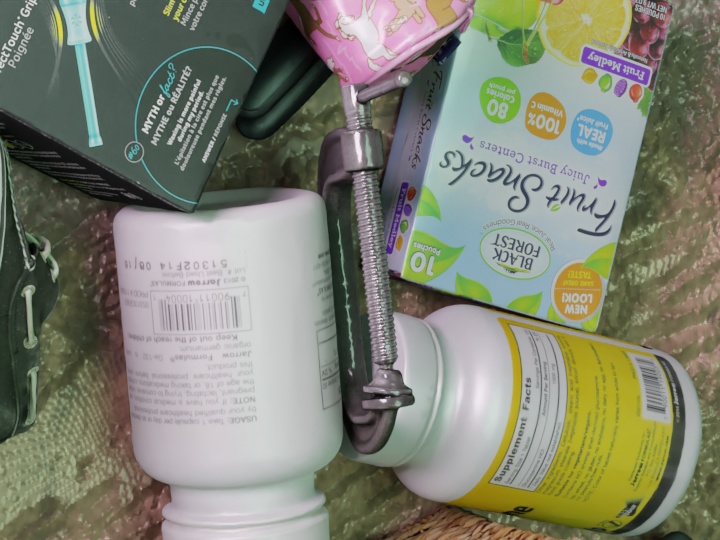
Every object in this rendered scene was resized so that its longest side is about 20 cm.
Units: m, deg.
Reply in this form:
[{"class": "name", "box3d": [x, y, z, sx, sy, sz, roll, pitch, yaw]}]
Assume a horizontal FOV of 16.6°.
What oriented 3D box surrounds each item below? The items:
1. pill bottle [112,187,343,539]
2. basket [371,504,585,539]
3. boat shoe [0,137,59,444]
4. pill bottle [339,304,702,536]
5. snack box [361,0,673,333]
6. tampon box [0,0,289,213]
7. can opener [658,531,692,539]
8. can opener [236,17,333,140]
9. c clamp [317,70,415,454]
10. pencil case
[{"class": "pill bottle", "box3d": [-0.067, 0.061, 1.310, 0.114, 0.114, 0.201, -8, 98, -29]}, {"class": "basket", "box3d": [0.032, 0.236, 1.364, 0.199, 0.149, 0.143, -23, 105, -27]}, {"class": "boat shoe", "box3d": [-0.188, 0.004, 1.238, 0.063, 0.071, 0.201, -15, 132, -31]}, {"class": "pill bottle", "box3d": [0.085, 0.083, 1.401, 0.199, 0.112, 0.113, 14, 88, -29]}, {"class": "snack box", "box3d": [0.093, -0.078, 1.424, 0.142, 0.053, 0.201, 16, 87, -29]}, {"class": "tampon box", "box3d": [-0.159, -0.140, 1.233, 0.200, 0.126, 0.150, 29, 80, -28]}, {"class": "can opener", "box3d": [0.219, 0.256, 1.527, 0.067, 0.053, 0.201, -33, 111, -22]}, {"class": "can opener", "box3d": [-0.006, -0.154, 1.367, 0.200, 0.078, 0.063, -56, 156, -10]}, {"class": "c clamp", "box3d": [0.000, 0.000, 1.280, 0.027, 0.171, 0.201, -6, 94, -15]}, {"class": "pencil case", "box3d": [-0.020, -0.191, 1.297, 0.086, 0.083, 0.200, -29, 83, -39]}]
